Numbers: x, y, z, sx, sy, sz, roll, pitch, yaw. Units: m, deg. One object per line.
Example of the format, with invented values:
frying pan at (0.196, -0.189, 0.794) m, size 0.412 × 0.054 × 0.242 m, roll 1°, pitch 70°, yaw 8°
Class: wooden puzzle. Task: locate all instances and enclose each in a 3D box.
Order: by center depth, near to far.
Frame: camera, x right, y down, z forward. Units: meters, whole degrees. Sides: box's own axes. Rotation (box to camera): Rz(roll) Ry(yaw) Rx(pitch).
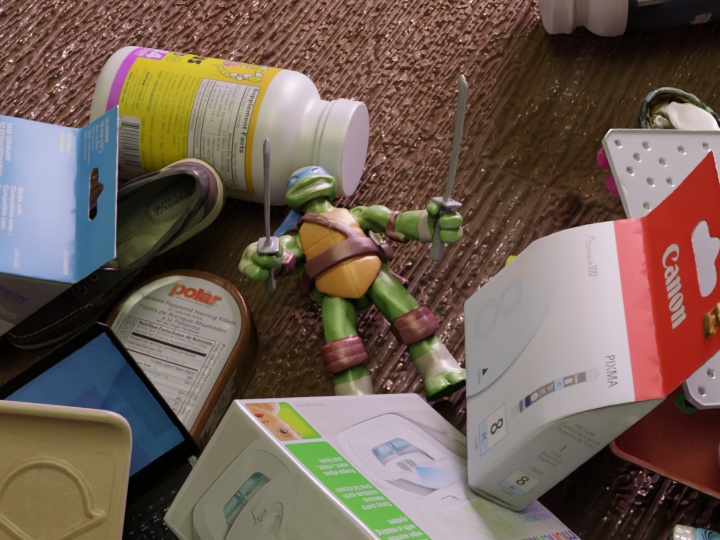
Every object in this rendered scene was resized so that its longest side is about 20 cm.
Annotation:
wooden puzzle at (-0.239, 0.179, 1.003) m, size 0.185 × 0.046 × 0.201 m, roll 5°, pitch 88°, yaw 6°

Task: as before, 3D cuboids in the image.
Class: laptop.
laptop at (-0.177, 0.170, 1.023) m, size 0.177 × 0.103 × 0.200 m, roll -34°, pitch 56°, yaw 1°

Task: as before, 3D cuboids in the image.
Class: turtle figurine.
turtle figurine at (0.000, 0.000, 1.101) m, size 0.144 × 0.200 × 0.194 m, roll -13°, pitch 75°, yaw -41°

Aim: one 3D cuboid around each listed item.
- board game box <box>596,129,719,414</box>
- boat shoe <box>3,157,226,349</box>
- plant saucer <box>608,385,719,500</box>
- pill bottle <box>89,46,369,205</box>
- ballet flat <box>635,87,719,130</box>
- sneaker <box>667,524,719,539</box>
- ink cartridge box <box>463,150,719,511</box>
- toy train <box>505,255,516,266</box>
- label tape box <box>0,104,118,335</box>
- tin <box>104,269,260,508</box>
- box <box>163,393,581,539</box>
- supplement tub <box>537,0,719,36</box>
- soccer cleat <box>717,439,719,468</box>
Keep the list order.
board game box at (0.267, -0.002, 1.069) m, size 0.200 × 0.026 × 0.200 m, roll -2°, pitch 63°, yaw -25°
boat shoe at (-0.190, -0.017, 1.171) m, size 0.201 × 0.066 × 0.072 m, roll -35°, pitch 81°, yaw 4°
plant saucer at (0.257, 0.076, 1.059) m, size 0.199 × 0.037 × 0.200 m, roll 23°, pitch 56°, yaw -10°
pill bottle at (-0.098, -0.108, 1.233) m, size 0.200 × 0.104 × 0.104 m, roll 11°, pitch 57°, yaw 14°
ballet flat at (0.275, -0.067, 1.180) m, size 0.074 × 0.074 × 0.200 m, roll -37°, pitch 58°, yaw -19°
sneaker at (0.227, 0.236, 0.924) m, size 0.090 × 0.078 × 0.200 m, roll -1°, pitch 54°, yaw 2°
ink cartridge box at (0.139, 0.028, 0.973) m, size 0.047 × 0.200 × 0.160 m, roll 28°, pitch 38°, yaw -21°
toy train at (0.155, 0.003, 1.146) m, size 0.115 × 0.085 × 0.200 m, roll -1°, pitch 51°, yaw 25°
label tape box at (-0.263, -0.032, 1.160) m, size 0.200 × 0.063 × 0.144 m, roll -32°, pitch 47°, yaw 32°
tin at (-0.146, 0.085, 1.144) m, size 0.112 × 0.042 × 0.200 m, roll 18°, pitch 58°, yaw 14°
box at (0.017, 0.165, 0.963) m, size 0.176 × 0.200 × 0.097 m, roll 40°, pitch 110°, yaw 30°
supplement tub at (0.240, -0.263, 1.280) m, size 0.199 × 0.140 × 0.141 m, roll -8°, pitch 54°, yaw 2°
soccer cleat at (0.319, 0.109, 0.994) m, size 0.200 × 0.086 × 0.070 m, roll 6°, pitch 61°, yaw -20°
